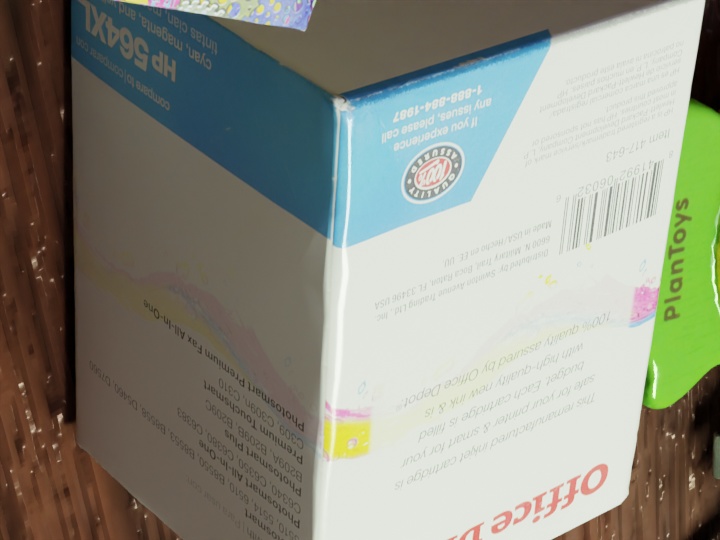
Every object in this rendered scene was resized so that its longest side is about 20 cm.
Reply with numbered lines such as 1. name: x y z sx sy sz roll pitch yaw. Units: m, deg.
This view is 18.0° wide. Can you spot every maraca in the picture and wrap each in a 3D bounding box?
1. maraca: 0.162 -0.018 0.820 0.200 0.107 0.137 -14 112 -32

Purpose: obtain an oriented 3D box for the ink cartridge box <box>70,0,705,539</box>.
1. ink cartridge box: 0.000 0.000 0.656 0.129 0.125 0.200 -20 130 -34

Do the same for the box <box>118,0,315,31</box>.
1. box: -0.076 -0.175 0.404 0.122 0.193 0.200 4 114 -46

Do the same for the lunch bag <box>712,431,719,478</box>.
1. lunch bag: 0.263 0.095 0.913 0.200 0.168 0.139 1 104 -31
